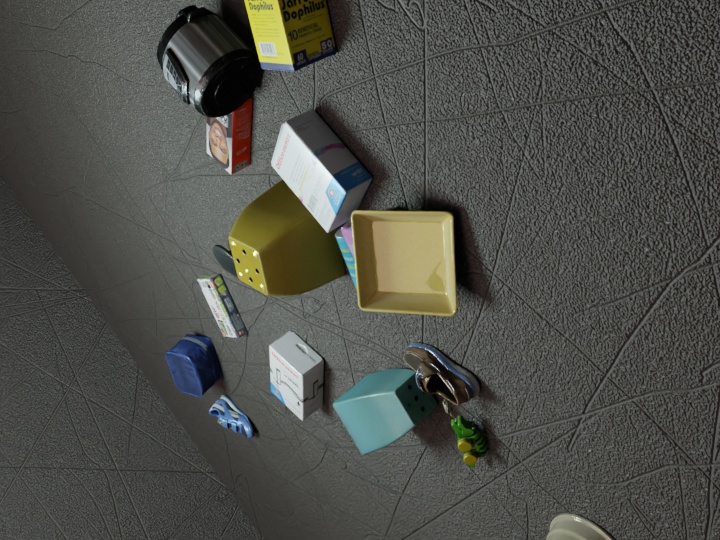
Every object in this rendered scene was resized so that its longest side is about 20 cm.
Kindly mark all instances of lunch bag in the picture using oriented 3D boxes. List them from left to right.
[{"bbox_3d":[-0.561,0.325,2.625,0.134,0.132,0.202,11,126,30],"label":"lunch bag"}]

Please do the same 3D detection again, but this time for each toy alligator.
[{"bbox_3d":[0.229,0.344,1.622,0.054,0.060,0.202,-15,121,14],"label":"toy alligator"}]

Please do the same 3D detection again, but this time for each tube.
[{"bbox_3d":[0.000,0.000,1.669,0.077,0.050,0.202,22,138,53],"label":"tube"}]

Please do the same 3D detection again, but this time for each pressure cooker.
[{"bbox_3d":[-0.330,-0.447,1.622,0.176,0.178,0.200,-46,74,16],"label":"pressure cooker"}]

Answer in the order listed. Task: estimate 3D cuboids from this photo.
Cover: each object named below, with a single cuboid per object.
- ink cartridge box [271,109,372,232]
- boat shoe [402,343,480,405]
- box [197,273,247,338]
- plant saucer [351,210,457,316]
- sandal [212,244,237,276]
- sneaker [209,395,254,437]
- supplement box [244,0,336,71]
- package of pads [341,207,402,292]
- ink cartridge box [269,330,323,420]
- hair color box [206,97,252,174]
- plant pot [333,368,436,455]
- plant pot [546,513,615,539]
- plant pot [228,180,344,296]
[{"bbox_3d":[-0.083,-0.204,1.568,0.200,0.084,0.145,49,146,12],"label":"ink cartridge box"},{"bbox_3d":[0.154,0.217,1.609,0.199,0.072,0.073,24,135,42],"label":"boat shoe"},{"bbox_3d":[-0.422,0.109,2.339,0.109,0.035,0.202,-1,116,54],"label":"box"},{"bbox_3d":[0.088,-0.020,1.446,0.197,0.048,0.203,3,109,20],"label":"plant saucer"},{"bbox_3d":[-0.320,-0.015,2.096,0.199,0.048,0.076,29,138,19],"label":"sandal"},{"bbox_3d":[-0.450,0.528,2.686,0.199,0.082,0.075,35,140,29],"label":"sneaker"},{"bbox_3d":[-0.134,-0.477,1.385,0.109,0.108,0.202,19,131,45],"label":"supplement box"},{"bbox_3d":[0.050,-0.020,1.550,0.120,0.075,0.202,-9,110,56],"label":"package of pads"},{"bbox_3d":[-0.177,0.290,2.110,0.145,0.084,0.202,36,143,31],"label":"ink cartridge box"},{"bbox_3d":[-0.307,-0.335,1.786,0.101,0.061,0.201,41,145,24],"label":"hair color box"},{"bbox_3d":[0.067,0.310,1.749,0.199,0.141,0.142,-30,93,51],"label":"plant pot"},{"bbox_3d":[0.405,0.618,1.499,0.199,0.183,0.203,33,140,33],"label":"plant pot"},{"bbox_3d":[-0.179,-0.053,1.720,0.193,0.199,0.198,25,136,41],"label":"plant pot"}]
